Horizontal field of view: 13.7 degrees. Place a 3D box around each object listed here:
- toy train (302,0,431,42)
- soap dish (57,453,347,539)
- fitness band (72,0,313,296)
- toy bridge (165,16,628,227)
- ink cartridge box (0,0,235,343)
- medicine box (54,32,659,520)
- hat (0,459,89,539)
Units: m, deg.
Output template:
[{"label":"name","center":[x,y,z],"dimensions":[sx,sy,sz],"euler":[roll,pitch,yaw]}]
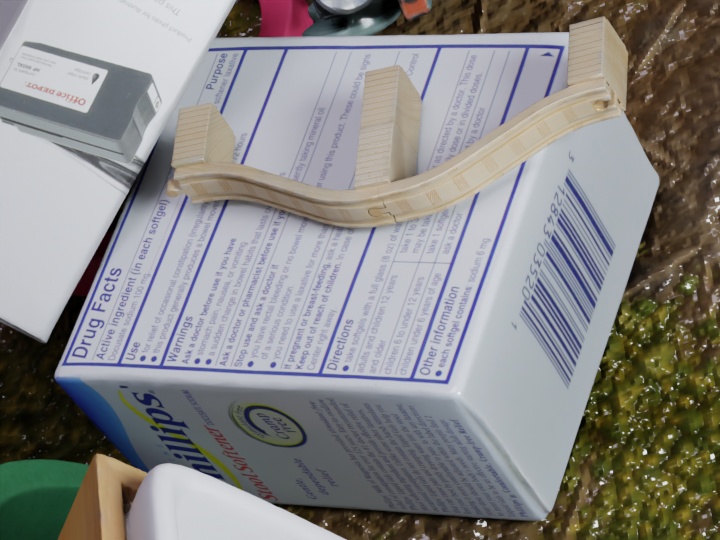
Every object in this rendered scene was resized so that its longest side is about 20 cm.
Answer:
[{"label":"toy train","center":[0.020,-0.161,1.360],"dimensions":[0.114,0.085,0.200],"euler":[-20,14,8]},{"label":"soap dish","center":[-0.028,0.171,1.101],"dimensions":[0.081,0.200,0.157],"euler":[-38,42,30]},{"label":"fitness band","center":[-0.104,-0.076,1.441],"dimensions":[0.144,0.037,0.200],"euler":[13,63,33]},{"label":"toy bridge","center":[0.010,-0.051,1.217],"dimensions":[0.200,0.027,0.067],"euler":[-11,52,21]},{"label":"ink cartridge box","center":[-0.133,-0.081,1.318],"dimensions":[0.200,0.084,0.145],"euler":[-60,14,2]},{"label":"medicine box","center":[0.000,0.000,1.273],"dimensions":[0.200,0.103,0.182],"euler":[1,56,31]},{"label":"hat","center":[-0.135,0.191,1.237],"dimensions":[0.176,0.166,0.200],"euler":[-57,20,27]}]
